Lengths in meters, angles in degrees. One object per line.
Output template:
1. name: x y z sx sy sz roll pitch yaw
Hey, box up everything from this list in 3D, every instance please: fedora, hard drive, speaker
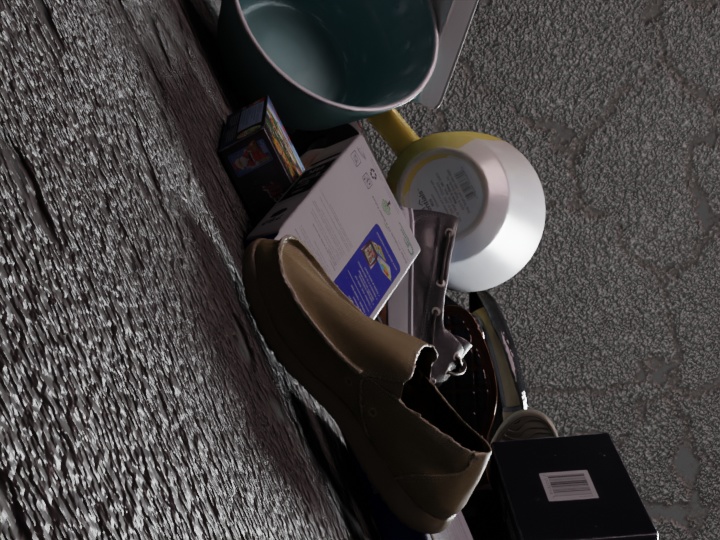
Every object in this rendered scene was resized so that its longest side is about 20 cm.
1. fedora: 0.102 0.117 1.765 0.201 0.091 0.203 166 -90 -83
2. hard drive: 0.035 -0.227 1.636 0.026 0.133 0.200 17 5 -31
3. speaker: -0.039 -0.129 1.679 0.082 0.081 0.200 62 5 -19

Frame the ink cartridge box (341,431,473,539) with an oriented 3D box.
1. ink cartridge box: 0.046 0.190 1.142 0.200 0.043 0.198 53 12 -53

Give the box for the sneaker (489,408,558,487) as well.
1. sneaker: 0.132 0.202 1.560 0.106 0.074 0.202 -91 -176 -73

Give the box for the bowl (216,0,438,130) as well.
1. bowl: -0.044 -0.200 1.537 0.105 0.199 0.202 -38 -107 50

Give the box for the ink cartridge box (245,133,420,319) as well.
1. ink cartridge box: -0.021 -0.009 1.211 0.100 0.039 0.200 63 26 -15

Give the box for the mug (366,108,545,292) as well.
1. mug: 0.069 -0.065 1.631 0.153 0.185 0.151 16 92 -78

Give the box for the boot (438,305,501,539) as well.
1. boot: 0.070 0.128 1.450 0.097 0.074 0.203 -177 -96 -85

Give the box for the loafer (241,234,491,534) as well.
1. loafer: 0.007 0.055 1.049 0.201 0.067 0.076 53 19 4

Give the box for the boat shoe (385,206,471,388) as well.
1. boat shoe: 0.052 0.052 1.372 0.070 0.065 0.203 102 -13 -83

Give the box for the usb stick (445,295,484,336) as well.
1. usb stick: 0.054 0.031 1.722 0.200 0.032 0.056 37 -44 50

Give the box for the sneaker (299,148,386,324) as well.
1. sneaker: 0.000 0.000 1.464 0.080 0.071 0.202 65 4 -83

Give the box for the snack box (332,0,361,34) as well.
1. snack box: -0.062 -0.292 1.669 0.053 0.143 0.201 -8 54 -52

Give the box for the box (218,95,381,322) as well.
1. box: -0.040 -0.020 1.319 0.201 0.037 0.137 63 5 -14

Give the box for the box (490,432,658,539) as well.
1. box: 0.166 0.251 1.415 0.200 0.103 0.184 -100 -174 -73
